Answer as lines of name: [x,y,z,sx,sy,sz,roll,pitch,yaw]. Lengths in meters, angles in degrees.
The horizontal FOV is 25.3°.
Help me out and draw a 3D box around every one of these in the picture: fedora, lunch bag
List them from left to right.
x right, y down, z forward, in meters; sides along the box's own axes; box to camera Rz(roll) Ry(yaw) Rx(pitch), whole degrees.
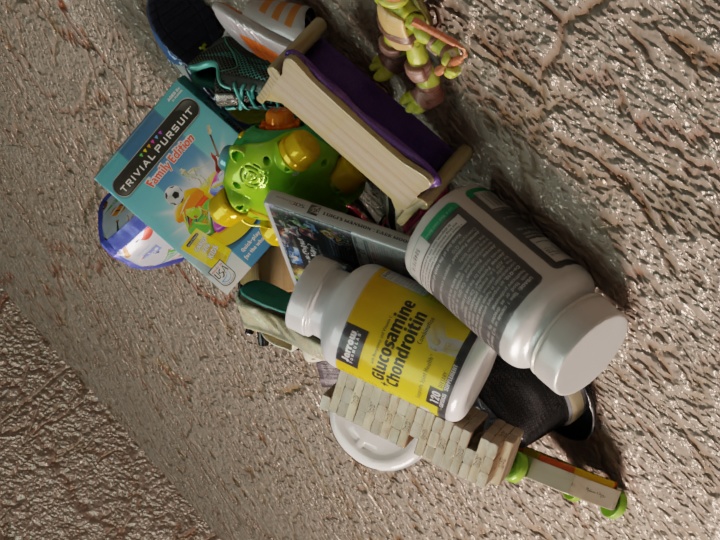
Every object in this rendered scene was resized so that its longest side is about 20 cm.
lunch bag: [-0.218,-0.089,1.937,0.124,0.170,0.200,51,-163,1]
fedora: [0.149,0.117,1.671,0.201,0.092,0.201,45,159,23]

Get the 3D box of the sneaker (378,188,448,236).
sneaker: [0.047,-0.045,1.664,0.087,0.074,0.200,33,157,32]

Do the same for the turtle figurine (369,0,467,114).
turtle figurine: [0.030,-0.222,1.432,0.200,0.064,0.161,35,162,22]

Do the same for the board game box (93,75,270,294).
board game box: [-0.174,-0.095,1.800,0.200,0.151,0.047,41,-167,-4]

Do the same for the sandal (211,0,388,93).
sandal: [-0.052,-0.231,1.623,0.207,0.059,0.079,28,171,10]

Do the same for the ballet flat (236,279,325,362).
ballet flat: [-0.061,0.067,1.787,0.200,0.067,0.062,26,129,40]

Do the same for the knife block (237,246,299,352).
knife block: [-0.097,-0.008,1.871,0.200,0.064,0.176,117,141,-52]

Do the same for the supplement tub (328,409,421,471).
supplement tub: [0.054,0.140,1.765,0.123,0.123,0.200,52,-158,6]

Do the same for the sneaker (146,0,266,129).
sneaker: [-0.183,-0.240,1.866,0.200,0.074,0.082,54,162,4]

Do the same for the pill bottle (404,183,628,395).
pill bottle: [0.145,0.018,1.493,0.200,0.113,0.113,43,157,29]

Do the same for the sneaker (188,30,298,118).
sneaker: [-0.113,-0.198,1.746,0.200,0.091,0.078,33,148,43]

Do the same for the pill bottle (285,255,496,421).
pill bottle: [0.031,0.061,1.586,0.200,0.112,0.112,24,152,13]

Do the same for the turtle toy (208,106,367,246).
turtle toy: [-0.067,-0.104,1.696,0.200,0.146,0.101,21,-137,-46]

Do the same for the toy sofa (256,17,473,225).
toy sofa: [0.007,-0.146,1.518,0.200,0.083,0.098,41,151,-1]

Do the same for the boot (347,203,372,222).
boot: [-0.011,0.007,1.886,0.200,0.073,0.151,64,160,-2]

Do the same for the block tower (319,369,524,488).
block tower: [0.061,0.150,1.622,0.200,0.054,0.058,24,115,16]

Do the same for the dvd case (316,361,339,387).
dvd case: [0.014,0.078,1.887,0.149,0.016,0.200,1,142,9]

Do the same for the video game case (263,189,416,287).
video game case: [0.000,0.000,1.670,0.182,0.023,0.200,19,156,19]

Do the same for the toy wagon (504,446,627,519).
toy wagon: [0.187,0.213,1.722,0.155,0.040,0.200,24,177,-30]
